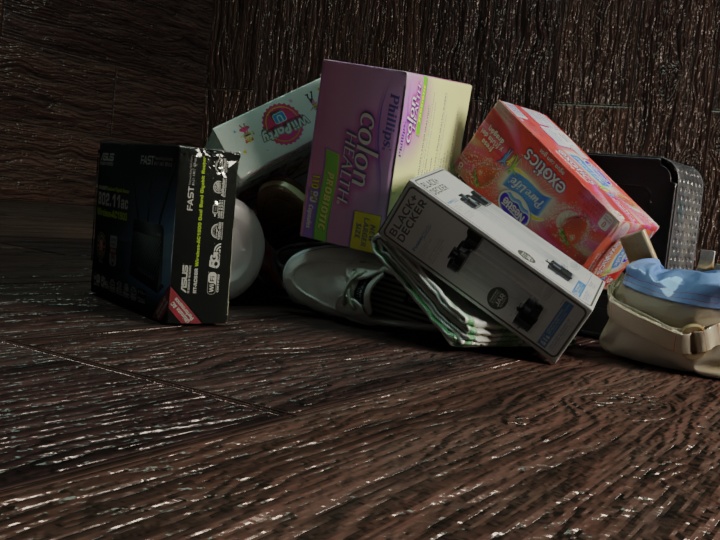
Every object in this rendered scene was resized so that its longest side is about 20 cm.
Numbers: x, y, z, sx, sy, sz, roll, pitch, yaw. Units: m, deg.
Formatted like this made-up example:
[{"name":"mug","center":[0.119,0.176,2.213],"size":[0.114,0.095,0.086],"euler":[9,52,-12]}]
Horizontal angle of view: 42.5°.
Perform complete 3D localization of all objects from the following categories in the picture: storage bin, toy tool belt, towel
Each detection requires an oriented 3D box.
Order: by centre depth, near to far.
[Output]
[{"name":"toy tool belt","center":[0.324,0.032,0.856],"size":[0.198,0.125,0.124],"euler":[10,6,41]},{"name":"towel","center":[0.116,0.016,0.903],"size":[0.198,0.031,0.150],"euler":[4,38,-46]},{"name":"storage bin","center":[0.301,-0.026,1.058],"size":[0.134,0.204,0.093],"euler":[9,6,37]}]

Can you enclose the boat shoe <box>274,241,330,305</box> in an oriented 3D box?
[{"name":"boat shoe","center":[0.000,0.000,0.992],"size":[0.197,0.072,0.068],"euler":[6,-38,24]}]

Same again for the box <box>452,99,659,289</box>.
[{"name":"box","center":[0.208,-0.081,1.001],"size":[0.102,0.095,0.201],"euler":[1,43,-48]}]

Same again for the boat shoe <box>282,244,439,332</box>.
[{"name":"boat shoe","center":[0.012,0.016,0.921],"size":[0.196,0.075,0.067],"euler":[8,4,12]}]

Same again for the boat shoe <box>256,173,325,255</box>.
[{"name":"boat shoe","center":[-0.061,-0.050,1.060],"size":[0.073,0.076,0.203],"euler":[-8,-38,17]}]

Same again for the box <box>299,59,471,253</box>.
[{"name":"box","center":[0.032,-0.121,0.987],"size":[0.095,0.179,0.199],"euler":[13,12,22]}]

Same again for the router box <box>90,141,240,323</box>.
[{"name":"router box","center":[-0.188,-0.041,0.866],"size":[0.061,0.153,0.199],"euler":[2,6,-36]}]

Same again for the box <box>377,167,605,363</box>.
[{"name":"box","center":[0.124,-0.011,0.863],"size":[0.199,0.061,0.116],"euler":[36,22,12]}]

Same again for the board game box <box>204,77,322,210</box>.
[{"name":"board game box","center":[-0.110,-0.127,1.057],"size":[0.146,0.065,0.200],"euler":[-30,-2,-24]}]

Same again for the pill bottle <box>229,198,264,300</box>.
[{"name":"pill bottle","center":[-0.199,-0.033,1.022],"size":[0.109,0.113,0.198],"euler":[3,5,-39]}]

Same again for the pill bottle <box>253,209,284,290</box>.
[{"name":"pill bottle","center":[-0.124,-0.037,1.196],"size":[0.108,0.112,0.198],"euler":[2,6,-43]}]
